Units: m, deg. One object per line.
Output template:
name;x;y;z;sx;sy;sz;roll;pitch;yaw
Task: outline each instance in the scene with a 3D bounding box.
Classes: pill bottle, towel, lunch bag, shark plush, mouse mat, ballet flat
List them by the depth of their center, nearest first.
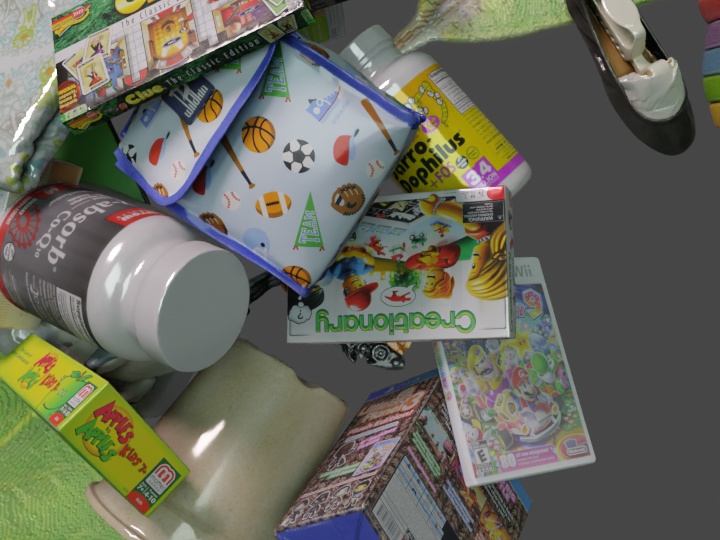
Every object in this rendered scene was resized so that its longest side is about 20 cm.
lunch bag;-0.076;-0.105;0.672;0.200;0.124;0.170;35;101;0
pill bottle;-0.190;0.004;0.676;0.199;0.116;0.116;17;91;33
towel;-0.295;-0.168;0.712;0.170;0.048;0.201;15;70;28
shark plush;-0.169;0.038;0.745;0.199;0.091;0.084;-28;60;8
pill bottle;0.058;-0.129;0.793;0.104;0.104;0.200;-42;89;1
ballet flat;0.257;-0.198;0.806;0.068;0.068;0.201;-33;90;1
mouse mat;-0.318;-0.110;0.851;0.160;0.008;0.201;-26;91;2

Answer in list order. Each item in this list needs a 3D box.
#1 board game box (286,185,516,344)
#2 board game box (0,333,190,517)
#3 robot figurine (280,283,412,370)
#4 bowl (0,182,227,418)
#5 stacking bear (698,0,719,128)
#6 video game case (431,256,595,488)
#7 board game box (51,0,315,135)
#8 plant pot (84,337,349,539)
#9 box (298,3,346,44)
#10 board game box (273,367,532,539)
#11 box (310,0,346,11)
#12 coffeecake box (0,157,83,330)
board game box;0.032;-0.001;0.739;0.199;0.035;0.127;-4;82;19
board game box;-0.224;0.118;0.692;0.048;0.200;0.102;-46;120;-21
robot figurine;0.000;0.000;0.818;0.200;0.058;0.145;38;91;2
bowl;-0.243;0.032;0.814;0.199;0.075;0.201;25;93;0
stacking bear;0.379;-0.158;0.788;0.113;0.121;0.201;-8;97;-1
video game case;0.131;0.084;0.771;0.143;0.018;0.201;-2;69;-31
board game box;-0.135;-0.183;0.624;0.199;0.023;0.105;-22;60;12
plant pot;-0.111;0.168;0.770;0.200;0.200;0.184;31;79;1
box;-0.124;-0.246;0.793;0.199;0.112;0.102;-21;87;0
board game box;0.046;0.208;0.725;0.097;0.200;0.160;-25;102;34
box;-0.098;-0.304;0.716;0.199;0.048;0.194;-18;91;1
coffeecake box;-0.365;-0.049;0.776;0.199;0.073;0.154;18;92;29
